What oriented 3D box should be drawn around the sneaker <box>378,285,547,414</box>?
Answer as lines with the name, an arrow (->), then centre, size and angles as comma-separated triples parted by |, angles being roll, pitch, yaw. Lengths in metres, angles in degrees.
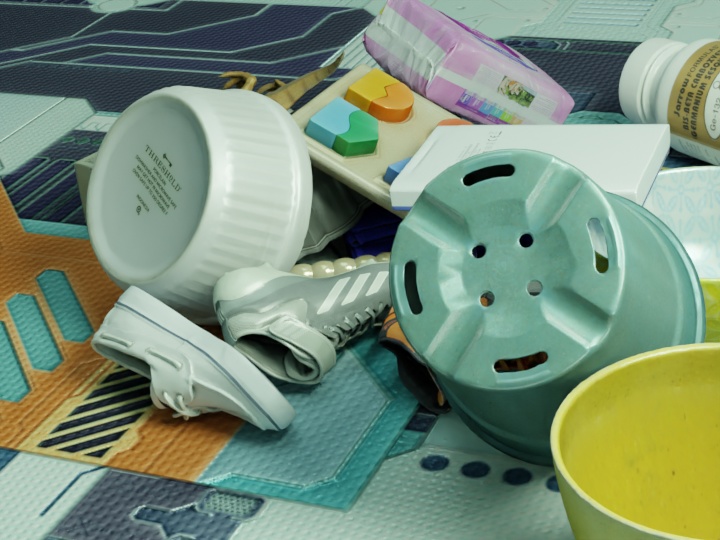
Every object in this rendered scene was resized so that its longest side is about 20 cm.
sneaker -> 0.104, 0.066, 1.167 | 0.198, 0.078, 0.112 | 10, 42, 30

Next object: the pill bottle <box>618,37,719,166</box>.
pill bottle -> 0.347, -0.159, 1.492 | 0.114, 0.115, 0.199 | -22, 31, -29

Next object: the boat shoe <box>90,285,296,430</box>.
boat shoe -> -0.130, 0.082, 1.189 | 0.199, 0.074, 0.065 | 28, 71, 41

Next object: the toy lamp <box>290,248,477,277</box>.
toy lamp -> 0.000, 0.000, 1.323 | 0.198, 0.059, 0.058 | -9, 27, 1

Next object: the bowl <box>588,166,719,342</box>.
bowl -> 0.265, 0.008, 1.189 | 0.198, 0.109, 0.201 | -5, 27, 2

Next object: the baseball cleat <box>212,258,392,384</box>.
baseball cleat -> -0.018, 0.044, 1.233 | 0.198, 0.070, 0.107 | -2, 50, -21

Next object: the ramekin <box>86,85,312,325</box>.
ramekin -> -0.142, -0.059, 1.285 | 0.201, 0.204, 0.094 | 22, 7, 43

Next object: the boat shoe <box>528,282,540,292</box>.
boat shoe -> 0.213, -0.012, 1.283 | 0.198, 0.069, 0.072 | -16, 28, -20

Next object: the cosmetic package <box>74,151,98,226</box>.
cosmetic package -> -0.171, -0.102, 1.536 | 0.103, 0.074, 0.199 | 17, 35, 39

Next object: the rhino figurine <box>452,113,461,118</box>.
rhino figurine -> 0.018, -0.120, 1.545 | 0.199, 0.060, 0.087 | -21, 39, -21

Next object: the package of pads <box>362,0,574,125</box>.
package of pads -> 0.107, -0.195, 1.537 | 0.199, 0.076, 0.121 | 17, 23, -45

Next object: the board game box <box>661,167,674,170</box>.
board game box -> 0.268, -0.069, 1.354 | 0.198, 0.035, 0.135 | 11, 8, 23

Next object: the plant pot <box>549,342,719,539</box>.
plant pot -> 0.210, 0.152, 0.883 | 0.198, 0.143, 0.200 | -5, 27, 3

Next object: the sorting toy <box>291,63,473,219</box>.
sorting toy -> 0.039, -0.113, 1.367 | 0.184, 0.037, 0.200 | 31, 34, 13

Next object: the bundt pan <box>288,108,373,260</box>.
bundt pan -> -0.085, -0.081, 1.416 | 0.200, 0.076, 0.203 | -19, 30, 11

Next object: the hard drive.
hard drive -> 0.138, -0.083, 1.255 | 0.198, 0.026, 0.132 | 2, 28, 23

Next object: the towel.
towel -> 0.076, -0.057, 1.423 | 0.198, 0.050, 0.148 | -10, 28, -7

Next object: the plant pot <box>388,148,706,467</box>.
plant pot -> 0.114, 0.019, 1.014 | 0.198, 0.202, 0.196 | 4, -10, 20

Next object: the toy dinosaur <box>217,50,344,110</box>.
toy dinosaur -> -0.082, -0.143, 1.383 | 0.199, 0.060, 0.107 | -36, 35, 17
